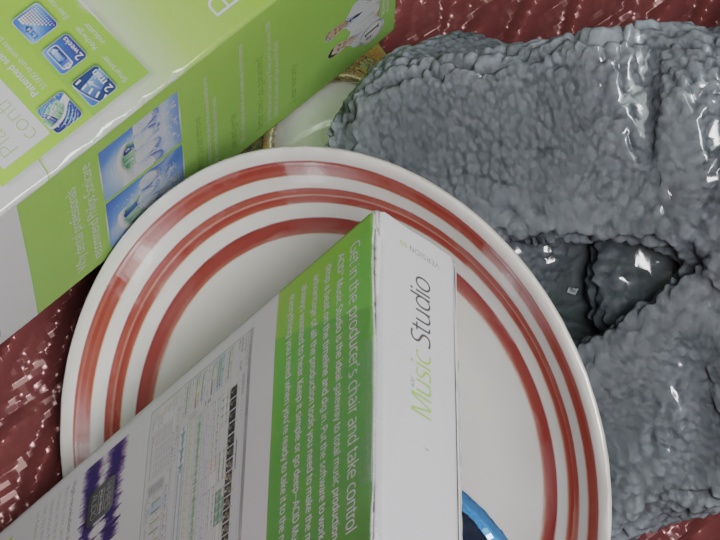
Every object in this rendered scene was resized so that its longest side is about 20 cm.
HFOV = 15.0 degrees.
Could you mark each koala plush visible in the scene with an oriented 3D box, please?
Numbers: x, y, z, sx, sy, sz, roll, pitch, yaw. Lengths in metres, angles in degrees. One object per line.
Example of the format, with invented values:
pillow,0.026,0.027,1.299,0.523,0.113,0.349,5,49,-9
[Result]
koala plush,0.125,-0.009,0.876,0.200,0.183,0.179,-14,89,-59

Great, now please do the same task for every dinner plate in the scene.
dinner plate,-0.008,0.061,0.837,0.024,0.199,0.201,-16,81,-56

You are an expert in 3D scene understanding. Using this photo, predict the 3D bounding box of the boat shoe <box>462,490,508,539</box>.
boat shoe,-0.032,0.142,0.810,0.084,0.068,0.201,37,115,22

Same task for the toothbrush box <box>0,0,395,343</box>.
toothbrush box,-0.106,-0.086,0.860,0.200,0.086,0.146,-39,72,-16

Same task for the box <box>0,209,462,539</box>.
box,-0.047,0.093,0.778,0.036,0.200,0.145,30,38,-26

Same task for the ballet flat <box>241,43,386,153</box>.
ballet flat,0.000,0.000,0.898,0.070,0.071,0.202,-3,80,-14
